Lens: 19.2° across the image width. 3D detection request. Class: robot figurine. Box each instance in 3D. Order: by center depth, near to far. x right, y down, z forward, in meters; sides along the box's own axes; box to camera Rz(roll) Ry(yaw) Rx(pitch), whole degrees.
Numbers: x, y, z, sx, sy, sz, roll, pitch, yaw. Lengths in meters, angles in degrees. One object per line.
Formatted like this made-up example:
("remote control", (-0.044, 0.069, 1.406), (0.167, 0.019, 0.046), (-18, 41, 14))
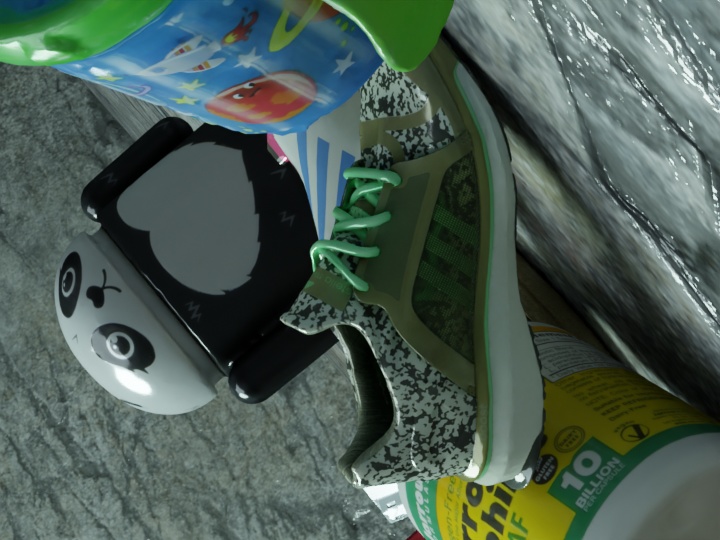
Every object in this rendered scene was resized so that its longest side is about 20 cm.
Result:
("robot figurine", (-0.078, -0.012, 1.187), (0.125, 0.200, 0.150), (51, 175, -21))

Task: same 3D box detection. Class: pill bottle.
("pill bottle", (0.084, 0.089, 0.911), (0.200, 0.113, 0.113), (34, 165, 53))

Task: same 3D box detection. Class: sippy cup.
("sippy cup", (-0.053, -0.108, 0.661), (0.130, 0.139, 0.179), (30, -148, -51))

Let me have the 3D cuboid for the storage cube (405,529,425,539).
("storage cube", (0.136, 0.350, 2.217), (0.171, 0.180, 0.200), (46, 174, 32))

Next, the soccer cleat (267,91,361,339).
("soccer cleat", (0.003, -0.061, 0.959), (0.070, 0.086, 0.201), (3, -126, -43))

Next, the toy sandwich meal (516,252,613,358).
("toy sandwich meal", (0.080, 0.059, 1.077), (0.205, 0.070, 0.205), (49, 175, 5))

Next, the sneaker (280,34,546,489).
("sneaker", (0.011, -0.005, 0.813), (0.077, 0.088, 0.202), (-1, 102, 67))

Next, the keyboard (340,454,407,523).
("keyboard", (0.062, 0.111, 1.326), (0.200, 0.011, 0.056), (-29, 98, 47))
